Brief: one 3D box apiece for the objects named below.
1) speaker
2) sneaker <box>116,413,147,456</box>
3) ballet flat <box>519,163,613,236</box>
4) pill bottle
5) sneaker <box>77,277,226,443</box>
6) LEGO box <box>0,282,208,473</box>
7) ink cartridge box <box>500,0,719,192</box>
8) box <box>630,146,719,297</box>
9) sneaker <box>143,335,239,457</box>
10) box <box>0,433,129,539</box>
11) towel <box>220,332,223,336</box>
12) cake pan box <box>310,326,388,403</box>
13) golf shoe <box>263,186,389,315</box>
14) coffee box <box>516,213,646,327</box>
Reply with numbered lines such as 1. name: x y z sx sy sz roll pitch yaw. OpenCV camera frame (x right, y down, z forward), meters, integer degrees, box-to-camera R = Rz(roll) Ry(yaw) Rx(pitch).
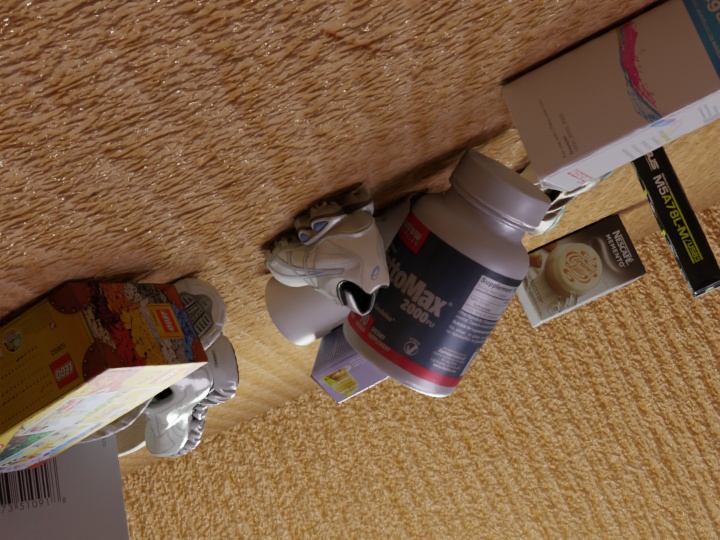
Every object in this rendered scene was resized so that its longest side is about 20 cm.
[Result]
1. speaker: 0.000 0.000 1.616 0.199 0.082 0.081 -29 172 32
2. sneaker: -0.257 0.179 2.088 0.199 0.075 0.084 -27 168 16
3. ballet flat: 0.192 -0.089 1.719 0.072 0.068 0.200 0 164 -20
4. pill bottle: 0.081 0.000 1.475 0.201 0.119 0.119 -59 164 13
5. sneaker: -0.204 0.088 1.476 0.199 0.078 0.099 -36 -179 -9
6. LEGO box: -0.249 0.089 1.328 0.199 0.078 0.149 -31 166 22
7. ink cartridge box: 0.220 -0.142 1.277 0.199 0.085 0.144 -28 172 13
8. box: 0.385 -0.063 2.010 0.047 0.194 0.200 -23 173 10
9. sneaker: -0.188 0.127 1.637 0.080 0.076 0.200 -5 151 -28
10. box: -0.321 0.231 1.517 0.197 0.202 0.131 -8 180 -17
11. towel: -0.254 0.110 1.693 0.170 0.048 0.200 -20 172 -39
12. cake pan box: 0.045 0.021 1.671 0.183 0.052 0.201 -29 -152 28
13. golf shoe: -0.028 0.002 1.458 0.078 0.098 0.200 -24 175 -18
14. coffee box: 0.356 0.000 2.731 0.199 0.115 0.080 -25 173 -8
